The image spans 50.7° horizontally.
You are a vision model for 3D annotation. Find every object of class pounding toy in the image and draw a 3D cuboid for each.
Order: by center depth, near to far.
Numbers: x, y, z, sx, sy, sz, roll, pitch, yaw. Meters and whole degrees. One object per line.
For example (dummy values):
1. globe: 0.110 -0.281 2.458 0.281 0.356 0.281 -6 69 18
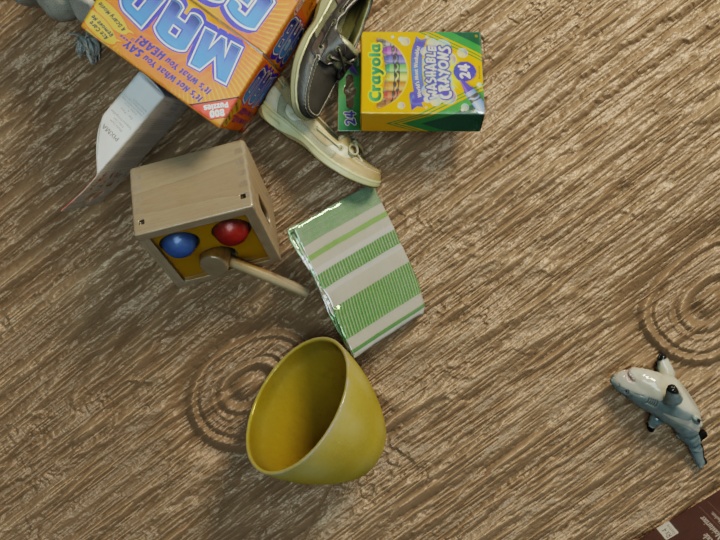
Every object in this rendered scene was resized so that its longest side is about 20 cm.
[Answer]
1. pounding toy: -0.182 -0.047 1.025 0.180 0.201 0.145 -13 63 2

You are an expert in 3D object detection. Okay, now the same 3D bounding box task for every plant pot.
1. plant pot: -0.044 0.217 1.068 0.141 0.200 0.201 38 98 -32

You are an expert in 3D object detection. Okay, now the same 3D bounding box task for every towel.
1. towel: 0.000 0.000 1.079 0.151 0.023 0.203 -29 97 -23

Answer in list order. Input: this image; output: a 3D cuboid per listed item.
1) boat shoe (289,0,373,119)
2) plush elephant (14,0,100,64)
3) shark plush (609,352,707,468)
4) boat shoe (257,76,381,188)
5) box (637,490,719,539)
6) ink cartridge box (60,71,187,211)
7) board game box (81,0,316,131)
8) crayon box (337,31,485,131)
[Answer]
1. boat shoe: -0.034 -0.296 1.001 0.065 0.072 0.205 15 83 30
2. plush elephant: -0.365 -0.379 0.983 0.161 0.155 0.204 16 99 2
3. shark plush: 0.456 0.210 1.132 0.083 0.092 0.200 -33 119 24
4. boat shoe: -0.047 -0.188 1.056 0.199 0.073 0.064 36 102 3
5. box: 0.528 0.454 1.095 0.198 0.166 0.166 -31 98 4
6. ink cartridge box: -0.320 -0.171 1.013 0.047 0.160 0.200 44 96 -7
7. board game box: -0.190 -0.321 0.970 0.198 0.200 0.202 34 97 -5
8. crayon box: 0.066 -0.256 1.030 0.195 0.052 0.128 0 71 1
